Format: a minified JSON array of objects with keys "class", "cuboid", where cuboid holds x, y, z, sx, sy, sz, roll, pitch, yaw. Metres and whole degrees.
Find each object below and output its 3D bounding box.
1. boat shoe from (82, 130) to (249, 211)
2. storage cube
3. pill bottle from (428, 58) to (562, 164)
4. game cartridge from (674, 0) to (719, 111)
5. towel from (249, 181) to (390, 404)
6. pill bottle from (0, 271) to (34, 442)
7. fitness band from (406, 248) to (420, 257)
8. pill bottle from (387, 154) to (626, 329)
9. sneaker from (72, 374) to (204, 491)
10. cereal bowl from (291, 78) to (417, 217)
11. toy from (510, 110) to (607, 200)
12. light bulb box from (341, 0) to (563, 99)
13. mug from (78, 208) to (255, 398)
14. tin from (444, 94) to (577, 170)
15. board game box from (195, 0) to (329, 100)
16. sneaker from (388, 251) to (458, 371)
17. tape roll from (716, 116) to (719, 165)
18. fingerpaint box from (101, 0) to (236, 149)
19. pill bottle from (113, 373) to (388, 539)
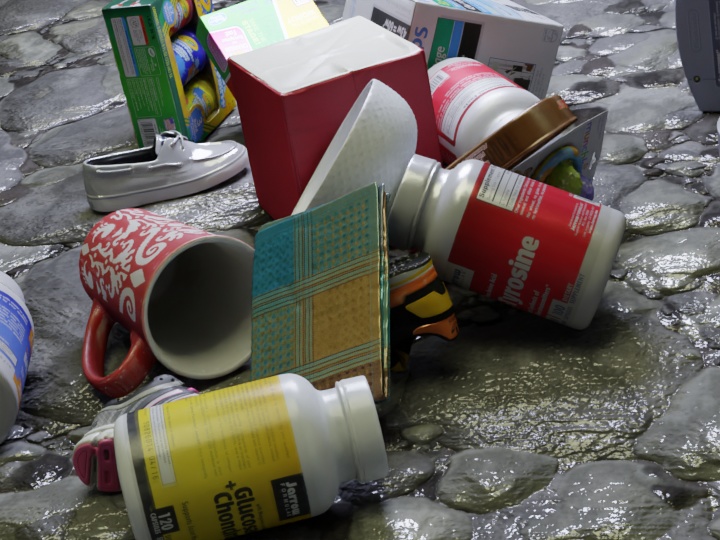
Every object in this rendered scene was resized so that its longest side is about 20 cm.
[{"class":"boat shoe","cuboid":[-0.231,-0.129,1.864,0.198,0.069,0.072,-13,26,-4]},{"class":"storage cube","cuboid":[-0.023,-0.151,1.704,0.170,0.181,0.200,-19,26,-17]},{"class":"pill bottle","cuboid":[0.139,-0.152,1.701,0.111,0.113,0.200,-18,27,-14]},{"class":"game cartridge","cuboid":[0.417,-0.272,1.748,0.132,0.201,0.041,1,31,23]},{"class":"towel","cuboid":[-0.035,0.034,1.356,0.146,0.022,0.202,-18,58,31]},{"class":"pill bottle","cuboid":[-0.361,0.076,1.459,0.111,0.113,0.200,-10,26,1]},{"class":"fitness band","cuboid":[0.000,0.000,1.561,0.143,0.038,0.200,3,28,32]},{"class":"pill bottle","cuboid":[0.127,-0.031,1.407,0.198,0.113,0.112,20,32,6]},{"class":"sneaker","cuboid":[-0.141,0.124,1.318,0.198,0.074,0.088,-12,32,9]},{"class":"cereal bowl","cuboid":[-0.003,-0.078,1.506,0.083,0.201,0.200,29,28,-7]},{"class":"toy","cuboid":[0.186,-0.065,1.542,0.199,0.116,0.047,-29,52,-34]},{"class":"light bulb box","cuboid":[0.100,-0.267,1.877,0.198,0.126,0.198,5,18,-26]},{"class":"mug","cuboid":[-0.202,0.019,1.494,0.176,0.135,0.200,-23,24,-24]},{"class":"tin","cuboid":[0.118,-0.100,1.510,0.199,0.042,0.112,-36,-6,21]},{"class":"board game box","cuboid":[-0.091,-0.250,1.952,0.152,0.040,0.201,-24,69,-24]},{"class":"sneaker","cuboid":[-0.001,0.059,1.406,0.199,0.091,0.070,-26,6,34]},{"class":"tape roll","cuboid":[0.464,-0.126,1.593,0.198,0.067,0.201,-10,26,5]},{"class":"fingerpaint box","cuboid":[-0.236,-0.266,1.990,0.073,0.202,0.167,-1,27,21]},{"class":"pill bottle","cuboid":[-0.083,0.144,1.215,0.198,0.113,0.112,-14,26,-5]}]
